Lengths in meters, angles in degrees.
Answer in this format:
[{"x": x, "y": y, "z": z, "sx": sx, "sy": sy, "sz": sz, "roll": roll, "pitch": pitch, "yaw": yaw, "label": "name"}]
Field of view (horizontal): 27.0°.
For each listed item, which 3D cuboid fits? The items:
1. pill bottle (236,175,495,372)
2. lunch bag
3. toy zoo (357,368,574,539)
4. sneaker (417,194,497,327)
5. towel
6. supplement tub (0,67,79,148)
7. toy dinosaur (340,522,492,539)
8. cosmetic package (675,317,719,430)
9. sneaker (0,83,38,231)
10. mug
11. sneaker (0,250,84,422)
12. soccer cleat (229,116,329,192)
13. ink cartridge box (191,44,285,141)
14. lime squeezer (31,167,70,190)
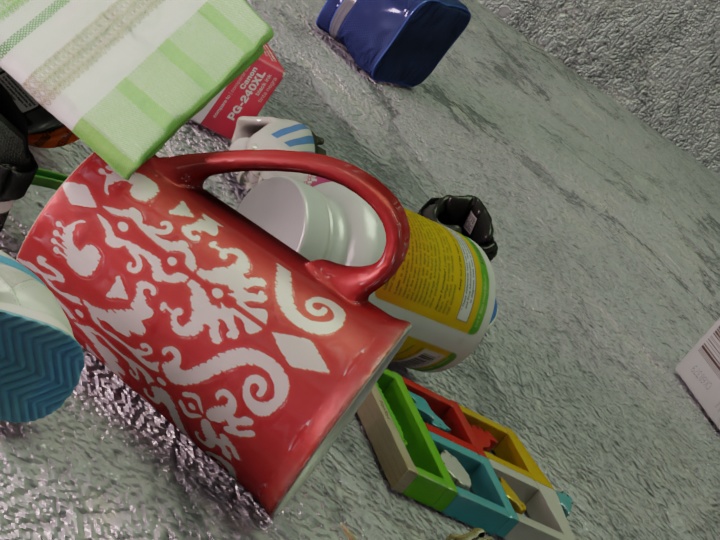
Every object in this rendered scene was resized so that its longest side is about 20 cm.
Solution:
[{"x": 0.000, "y": 0.000, "z": 1.107, "sx": 0.199, "sy": 0.111, "sz": 0.111, "roll": 22, "pitch": 24, "yaw": -44, "label": "pill bottle"}, {"x": 0.042, "y": -0.336, "z": 1.970, "sx": 0.132, "sy": 0.136, "sz": 0.199, "roll": 45, "pitch": 18, "yaw": 18, "label": "lunch bag"}, {"x": 0.080, "y": 0.140, "z": 1.080, "sx": 0.199, "sy": 0.021, "sz": 0.132, "roll": 28, "pitch": 21, "yaw": -34, "label": "toy zoo"}, {"x": 0.089, "y": -0.007, "z": 1.303, "sx": 0.077, "sy": 0.112, "sz": 0.199, "roll": 48, "pitch": 19, "yaw": 29, "label": "sneaker"}, {"x": -0.162, "y": -0.157, "z": 0.837, "sx": 0.200, "sy": 0.031, "sz": 0.149, "roll": 43, "pitch": 54, "yaw": -2, "label": "towel"}, {"x": -0.236, "y": -0.170, "z": 0.957, "sx": 0.123, "sy": 0.122, "sz": 0.200, "roll": 50, "pitch": -2, "yaw": 32, "label": "supplement tub"}, {"x": 0.047, "y": 0.189, "z": 0.869, "sx": 0.100, "sy": 0.059, "sz": 0.200, "roll": 30, "pitch": 5, "yaw": 24, "label": "toy dinosaur"}, {"x": 0.504, "y": 0.136, "z": 1.709, "sx": 0.199, "sy": 0.165, "sz": 0.166, "roll": 26, "pitch": 22, "yaw": -33, "label": "cosmetic package"}, {"x": -0.265, "y": -0.096, "z": 0.805, "sx": 0.199, "sy": 0.112, "sz": 0.073, "roll": 33, "pitch": 18, "yaw": -19, "label": "sneaker"}, {"x": -0.075, "y": 0.009, "z": 0.860, "sx": 0.199, "sy": 0.178, "sz": 0.134, "roll": 36, "pitch": -15, "yaw": 5, "label": "mug"}, {"x": -0.228, "y": 0.004, "z": 0.718, "sx": 0.199, "sy": 0.077, "sz": 0.081, "roll": 35, "pitch": 8, "yaw": -34, "label": "sneaker"}, {"x": -0.067, "y": -0.070, "z": 1.240, "sx": 0.085, "sy": 0.071, "sz": 0.201, "roll": 15, "pitch": 23, "yaw": -18, "label": "soccer cleat"}, {"x": -0.181, "y": -0.216, "z": 1.312, "sx": 0.199, "sy": 0.084, "sz": 0.146, "roll": 26, "pitch": 22, "yaw": -37, "label": "ink cartridge box"}, {"x": -0.234, "y": -0.088, "z": 0.864, "sx": 0.200, "sy": 0.070, "sz": 0.038, "roll": 50, "pitch": 33, "yaw": -35, "label": "lime squeezer"}]
